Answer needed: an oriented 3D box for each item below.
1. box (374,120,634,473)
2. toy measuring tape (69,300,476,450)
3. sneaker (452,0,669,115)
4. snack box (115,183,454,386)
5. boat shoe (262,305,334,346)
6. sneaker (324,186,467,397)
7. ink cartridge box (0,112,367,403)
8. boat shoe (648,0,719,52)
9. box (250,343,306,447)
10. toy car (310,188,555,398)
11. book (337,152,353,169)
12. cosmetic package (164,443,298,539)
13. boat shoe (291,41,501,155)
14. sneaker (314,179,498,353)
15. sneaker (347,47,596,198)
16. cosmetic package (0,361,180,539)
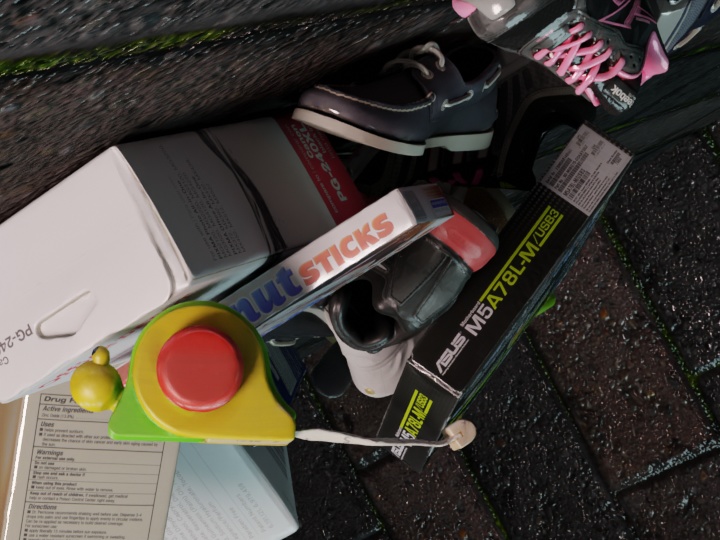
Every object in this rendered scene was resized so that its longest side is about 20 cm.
[{"bbox_3d":[0.090,0.022,1.166,0.200,0.047,0.193,-52,174,-18],"label":"box"},{"bbox_3d":[-0.042,0.052,0.888,0.200,0.074,0.074,3,170,-8],"label":"toy measuring tape"},{"bbox_3d":[0.118,-0.128,0.961,0.079,0.095,0.200,-28,174,27],"label":"sneaker"},{"bbox_3d":[-0.045,0.015,0.960,0.200,0.024,0.072,-32,175,19],"label":"snack box"},{"bbox_3d":[-0.054,0.019,1.229,0.060,0.074,0.200,-24,171,14],"label":"boat shoe"},{"bbox_3d":[0.031,-0.010,1.252,0.116,0.074,0.200,76,35,-56],"label":"sneaker"},{"bbox_3d":[-0.108,-0.011,0.978,0.145,0.083,0.200,-31,174,29],"label":"ink cartridge box"},{"bbox_3d":[0.194,-0.164,1.118,0.093,0.075,0.200,-21,174,-12],"label":"boat shoe"},{"bbox_3d":[-0.091,0.056,1.339,0.032,0.121,0.200,-28,-172,8],"label":"box"},{"bbox_3d":[0.019,0.010,1.408,0.200,0.164,0.158,-28,176,-35],"label":"toy car"},{"bbox_3d":[-0.067,-0.032,1.254,0.134,0.048,0.200,-28,174,17],"label":"book"},{"bbox_3d":[-0.176,0.138,1.364,0.200,0.166,0.167,-28,-151,7],"label":"cosmetic package"},{"bbox_3d":[0.025,-0.105,1.032,0.200,0.073,0.063,-9,118,-61],"label":"boat shoe"},{"bbox_3d":[0.000,0.000,1.086,0.098,0.071,0.200,-58,-156,-15],"label":"sneaker"},{"bbox_3d":[0.071,-0.076,1.169,0.200,0.087,0.074,-36,171,2],"label":"sneaker"},{"bbox_3d":[-0.172,0.131,1.089,0.105,0.200,0.071,7,-166,-24],"label":"cosmetic package"}]
